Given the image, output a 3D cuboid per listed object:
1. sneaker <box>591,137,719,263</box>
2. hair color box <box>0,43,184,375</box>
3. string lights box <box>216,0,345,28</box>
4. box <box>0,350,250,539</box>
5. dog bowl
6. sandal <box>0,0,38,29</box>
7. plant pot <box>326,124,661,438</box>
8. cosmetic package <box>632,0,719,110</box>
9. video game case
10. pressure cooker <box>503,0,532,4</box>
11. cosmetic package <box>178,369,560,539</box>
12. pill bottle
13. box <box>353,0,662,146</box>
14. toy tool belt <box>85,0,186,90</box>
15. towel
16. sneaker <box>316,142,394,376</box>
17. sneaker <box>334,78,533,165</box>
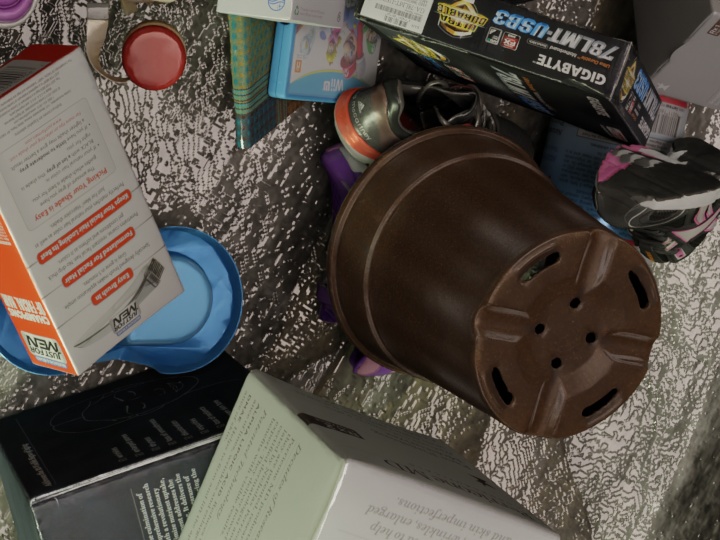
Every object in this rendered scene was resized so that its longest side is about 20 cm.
[{"bbox_3d":[0.233,-0.042,1.312,0.199,0.080,0.087,-10,124,-53],"label":"sneaker"},{"bbox_3d":[-0.212,-0.042,1.201,0.111,0.064,0.201,-40,122,-34],"label":"hair color box"},{"bbox_3d":[-0.042,-0.271,1.184,0.058,0.103,0.202,9,97,19],"label":"string lights box"},{"bbox_3d":[-0.154,0.161,1.275,0.195,0.200,0.125,-16,106,-17],"label":"box"},{"bbox_3d":[-0.191,0.020,1.315,0.198,0.050,0.113,0,96,-21],"label":"dog bowl"},{"bbox_3d":[-0.243,-0.275,1.245,0.082,0.050,0.205,2,99,-21],"label":"sandal"},{"bbox_3d":[0.102,0.016,1.253,0.198,0.198,0.202,-8,111,-22],"label":"plant pot"},{"bbox_3d":[0.271,-0.240,1.363,0.089,0.107,0.202,10,60,-22],"label":"cosmetic package"},{"bbox_3d":[-0.015,-0.228,1.308,0.143,0.018,0.202,-6,106,-63],"label":"video game case"},{"bbox_3d":[0.111,-0.302,1.309,0.174,0.179,0.202,18,93,-8],"label":"pressure cooker"},{"bbox_3d":[-0.007,0.188,1.120,0.164,0.200,0.166,22,94,-24],"label":"cosmetic package"},{"bbox_3d":[0.197,-0.065,1.415,0.108,0.109,0.202,11,95,-22],"label":"pill bottle"},{"bbox_3d":[0.115,-0.157,1.279,0.197,0.200,0.050,23,91,16],"label":"box"},{"bbox_3d":[-0.149,-0.240,1.255,0.123,0.123,0.202,-1,106,-9],"label":"toy tool belt"},{"bbox_3d":[-0.064,-0.206,1.270,0.021,0.147,0.202,9,116,20],"label":"towel"},{"bbox_3d":[0.000,0.000,1.375,0.088,0.081,0.202,-20,104,1],"label":"sneaker"},{"bbox_3d":[0.076,-0.107,1.350,0.199,0.082,0.078,6,68,-41],"label":"sneaker"}]
